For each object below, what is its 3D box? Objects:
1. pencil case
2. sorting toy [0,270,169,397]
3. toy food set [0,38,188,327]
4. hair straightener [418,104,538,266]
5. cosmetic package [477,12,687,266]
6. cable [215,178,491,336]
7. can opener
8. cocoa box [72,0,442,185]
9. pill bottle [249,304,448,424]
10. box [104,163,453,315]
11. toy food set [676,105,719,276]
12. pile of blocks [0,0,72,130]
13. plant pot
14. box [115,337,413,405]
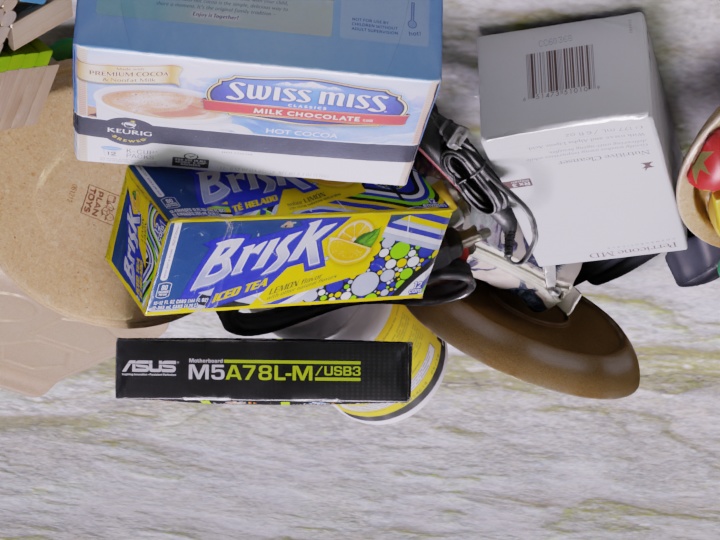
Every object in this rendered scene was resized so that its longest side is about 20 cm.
[{"bbox_3d":[0.075,-0.032,1.343,0.200,0.089,0.078,21,105,-36],"label":"pencil case"},{"bbox_3d":[-0.291,0.043,1.602,0.185,0.037,0.200,22,144,-37],"label":"sorting toy"},{"bbox_3d":[-0.165,-0.054,1.229,0.198,0.049,0.200,7,118,4],"label":"toy food set"},{"bbox_3d":[0.047,-0.074,1.175,0.200,0.041,0.077,50,176,-20],"label":"hair straightener"},{"bbox_3d":[0.150,-0.081,1.237,0.113,0.081,0.200,-8,153,16],"label":"cosmetic package"},{"bbox_3d":[0.000,0.000,1.259,0.200,0.050,0.097,-19,142,-2],"label":"cable"},{"bbox_3d":[0.204,-0.019,1.399,0.063,0.079,0.200,5,166,-28],"label":"can opener"},{"bbox_3d":[-0.059,-0.140,1.055,0.200,0.134,0.131,5,156,-6],"label":"cocoa box"},{"bbox_3d":[-0.013,0.038,1.470,0.114,0.115,0.200,-7,154,19],"label":"pill bottle"},{"bbox_3d":[-0.048,-0.023,1.131,0.200,0.064,0.070,-4,126,-34],"label":"box"},{"bbox_3d":[0.303,-0.072,1.221,0.200,0.049,0.198,-22,143,3],"label":"toy food set"},{"bbox_3d":[-0.221,-0.169,1.103,0.082,0.062,0.200,-35,152,-32],"label":"pile of blocks"},{"bbox_3d":[0.125,0.035,1.423,0.200,0.200,0.028,14,110,-25],"label":"plant pot"},{"bbox_3d":[-0.065,0.070,1.288,0.193,0.048,0.200,3,176,-1],"label":"box"}]
